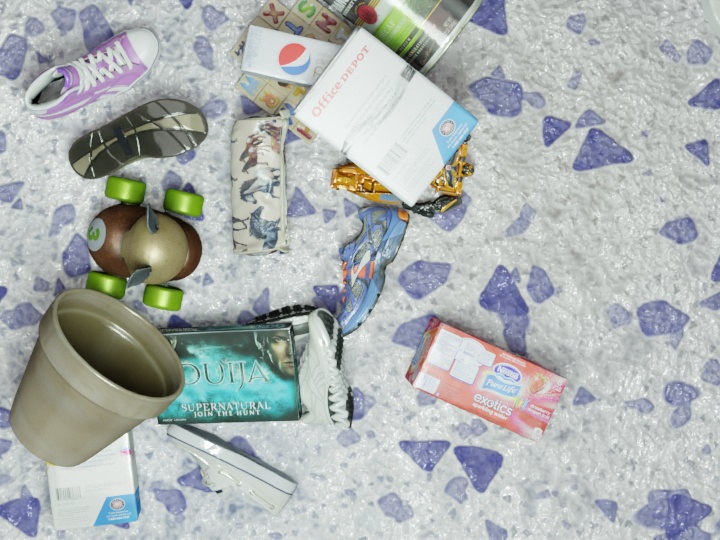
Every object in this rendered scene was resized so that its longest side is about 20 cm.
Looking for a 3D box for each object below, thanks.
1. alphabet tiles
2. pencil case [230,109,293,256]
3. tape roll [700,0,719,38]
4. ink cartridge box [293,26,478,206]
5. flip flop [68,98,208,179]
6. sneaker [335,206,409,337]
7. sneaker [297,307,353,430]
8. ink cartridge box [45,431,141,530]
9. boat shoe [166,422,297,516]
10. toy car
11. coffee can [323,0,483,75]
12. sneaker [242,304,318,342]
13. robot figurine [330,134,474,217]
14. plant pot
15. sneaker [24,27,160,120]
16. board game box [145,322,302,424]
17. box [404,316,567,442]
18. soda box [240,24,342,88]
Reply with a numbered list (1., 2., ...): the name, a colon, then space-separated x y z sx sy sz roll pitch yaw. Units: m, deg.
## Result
1. alphabet tiles: -0.074 -0.282 1.719 0.200 0.006 0.167 37 89 -6
2. pencil case: -0.133 -0.120 1.686 0.089 0.078 0.201 1 93 17
3. tape roll: 0.586 -0.404 1.754 0.202 0.037 0.203 0 94 -5
4. ink cartridge box: 0.031 -0.205 1.623 0.200 0.084 0.145 37 98 -11
5. flip flop: -0.303 -0.180 1.685 0.200 0.058 0.081 -21 100 12
6. sneaker: 0.000 0.000 1.717 0.078 0.075 0.200 22 83 3
7. sneaker: -0.058 0.140 1.684 0.081 0.075 0.200 -1 125 9
8. ink cartridge box: -0.372 0.247 1.694 0.116 0.067 0.201 -6 94 -5
9. boat shoe: -0.189 0.280 1.714 0.200 0.071 0.070 30 88 -13
10. toy car: -0.289 -0.033 1.618 0.157 0.200 0.165 12 92 -6
11. coffee can: 0.048 -0.377 1.654 0.200 0.146 0.146 37 90 -6
12. sneaker: -0.137 0.105 1.710 0.200 0.074 0.080 -18 99 5
13. robot figurine: 0.062 -0.150 1.712 0.199 0.058 0.145 6 95 -5
14. plant pot: -0.353 0.153 1.573 0.200 0.200 0.174 38 107 -6
15. sneaker: -0.357 -0.262 1.643 0.200 0.114 0.073 -34 94 -4
16. board game box: -0.184 0.140 1.666 0.199 0.028 0.136 -3 107 7
17. box: 0.174 0.151 1.721 0.200 0.095 0.100 24 92 -6
18. soda box: -0.061 -0.281 1.683 0.200 0.068 0.064 12 94 -5
